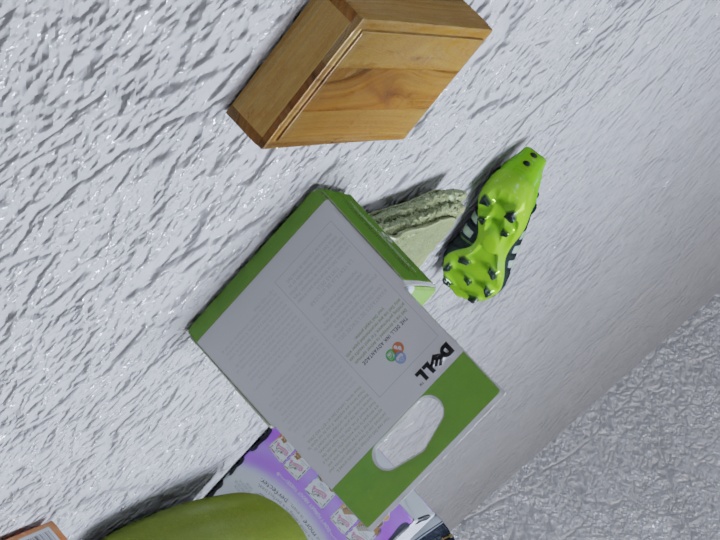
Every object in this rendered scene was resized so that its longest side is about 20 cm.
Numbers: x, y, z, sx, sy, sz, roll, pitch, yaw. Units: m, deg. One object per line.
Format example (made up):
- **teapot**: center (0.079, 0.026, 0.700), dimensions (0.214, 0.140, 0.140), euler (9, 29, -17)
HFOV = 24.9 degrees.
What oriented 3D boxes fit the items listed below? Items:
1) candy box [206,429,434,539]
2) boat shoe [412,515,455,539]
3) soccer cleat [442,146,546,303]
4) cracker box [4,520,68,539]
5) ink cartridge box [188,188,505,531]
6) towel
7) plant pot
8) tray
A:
- **candy box**: center (-0.056, 0.250, 1.619), dimensions (0.200, 0.168, 0.071), euler (-47, 163, 14)
- **boat shoe**: center (0.111, 0.538, 3.036), dimensions (0.200, 0.091, 0.071), euler (-31, 161, -41)
- **soccer cleat**: center (0.130, -0.038, 1.539), dimensions (0.081, 0.067, 0.200), euler (-50, 170, -32)
- **cracker box**: center (-0.313, 0.292, 1.263), dimensions (0.200, 0.058, 0.134), euler (-52, 163, 24)
- **ink cartridge box**: center (-0.003, 0.064, 1.176), dimensions (0.148, 0.200, 0.076), euler (-47, 165, 13)
- **towel**: center (0.000, 0.000, 1.340), dimensions (0.200, 0.037, 0.149), euler (-25, 157, -54)
- **plant pot**: center (-0.168, 0.292, 1.474), dimensions (0.187, 0.187, 0.200), euler (-48, 150, 17)
- **tray**: center (0.006, -0.124, 1.008), dimensions (0.099, 0.037, 0.200), euler (-50, 164, 22)
